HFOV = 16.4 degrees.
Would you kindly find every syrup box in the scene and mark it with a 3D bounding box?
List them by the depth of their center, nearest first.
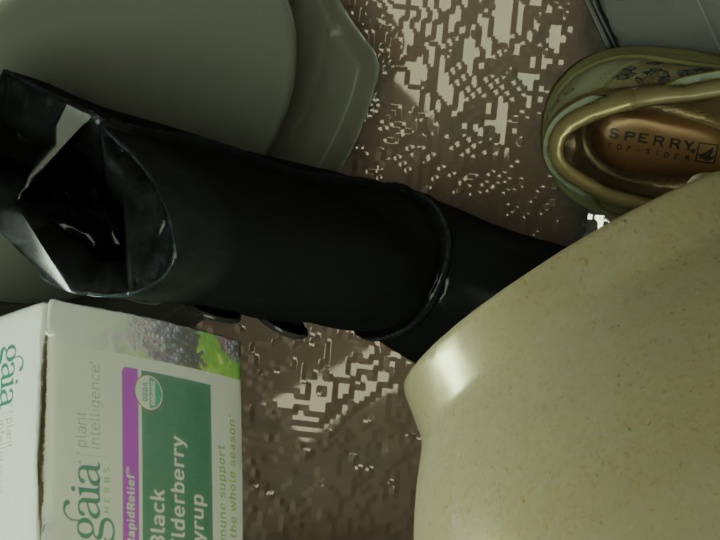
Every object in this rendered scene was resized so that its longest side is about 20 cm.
[{"bbox_3d":[-0.129,0.073,0.793,0.200,0.081,0.079,-17,68,42],"label":"syrup box"}]

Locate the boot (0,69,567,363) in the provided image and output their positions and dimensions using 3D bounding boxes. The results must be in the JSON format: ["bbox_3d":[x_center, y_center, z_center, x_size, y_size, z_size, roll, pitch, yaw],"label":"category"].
[{"bbox_3d":[-0.001,0.000,0.758,0.165,0.200,0.066,19,90,37],"label":"boot"}]

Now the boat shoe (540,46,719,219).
[{"bbox_3d":[0.152,-0.029,0.736,0.200,0.063,0.073,1,100,6],"label":"boat shoe"}]

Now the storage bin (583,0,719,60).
[{"bbox_3d":[0.171,-0.113,0.797,0.200,0.094,0.135,-24,97,12],"label":"storage bin"}]

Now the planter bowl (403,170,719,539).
[{"bbox_3d":[0.094,0.057,0.672,0.200,0.200,0.135,-33,76,12],"label":"planter bowl"}]

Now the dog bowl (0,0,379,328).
[{"bbox_3d":[-0.091,-0.058,0.801,0.200,0.200,0.059,-51,52,13],"label":"dog bowl"}]
